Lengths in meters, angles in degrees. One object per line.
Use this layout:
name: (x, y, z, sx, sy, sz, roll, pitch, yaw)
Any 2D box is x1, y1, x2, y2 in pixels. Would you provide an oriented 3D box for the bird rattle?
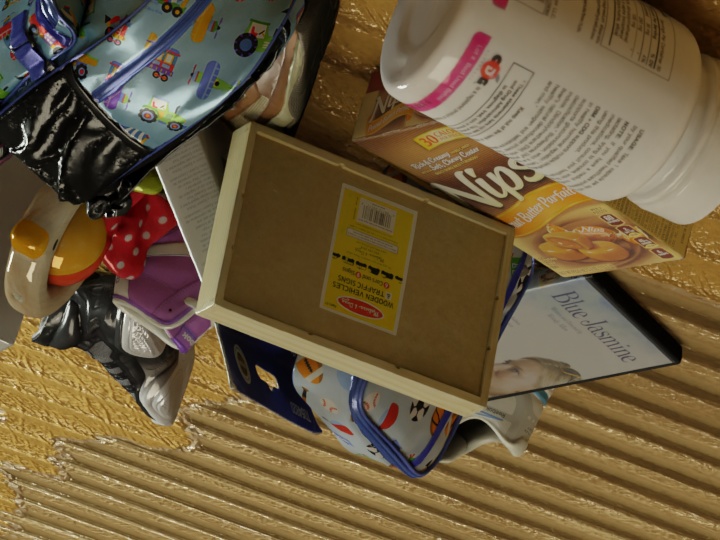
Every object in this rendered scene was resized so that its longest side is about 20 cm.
bird rattle: (-0.200, -0.040, 1.935, 0.112, 0.163, 0.200, 34, 149, 5)

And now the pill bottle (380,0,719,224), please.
pill bottle: (0.121, -0.109, 1.576, 0.199, 0.114, 0.113, 26, 157, -20)

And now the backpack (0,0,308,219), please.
backpack: (-0.116, -0.152, 1.571, 0.134, 0.183, 0.200, 39, 136, -21)

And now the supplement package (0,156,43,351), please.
supplement package: (-0.334, -0.041, 2.012, 0.199, 0.157, 0.111, 25, 157, -20)

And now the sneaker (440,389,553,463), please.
sneaker: (0.050, 0.104, 2.172, 0.199, 0.087, 0.075, 5, 157, 30)

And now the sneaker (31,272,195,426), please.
sneaker: (-0.202, 0.056, 2.261, 0.113, 0.076, 0.200, 13, 152, 12)

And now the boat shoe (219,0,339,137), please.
boat shoe: (-0.063, -0.129, 1.719, 0.073, 0.076, 0.200, 21, 157, -1)

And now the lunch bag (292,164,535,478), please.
lunch bag: (0.042, 0.029, 1.860, 0.075, 0.201, 0.160, 19, 161, 34)

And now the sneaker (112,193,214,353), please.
sneaker: (-0.086, 0.014, 2.021, 0.199, 0.115, 0.073, 6, 154, 23)

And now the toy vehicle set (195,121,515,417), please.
toy vehicle set: (0.000, 0.000, 1.739, 0.199, 0.125, 0.026, 22, 156, -23)

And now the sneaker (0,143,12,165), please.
sneaker: (-0.244, -0.109, 1.863, 0.075, 0.081, 0.200, 53, 148, -14)

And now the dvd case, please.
dvd case: (0.116, 0.049, 2.031, 0.199, 0.018, 0.143, -13, 145, 31)

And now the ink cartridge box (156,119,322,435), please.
ink cartridge box: (-0.071, -0.003, 1.821, 0.040, 0.201, 0.200, -23, 164, 9)

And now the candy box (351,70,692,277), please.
candy box: (0.107, -0.067, 1.763, 0.199, 0.056, 0.115, 31, 155, -32)
